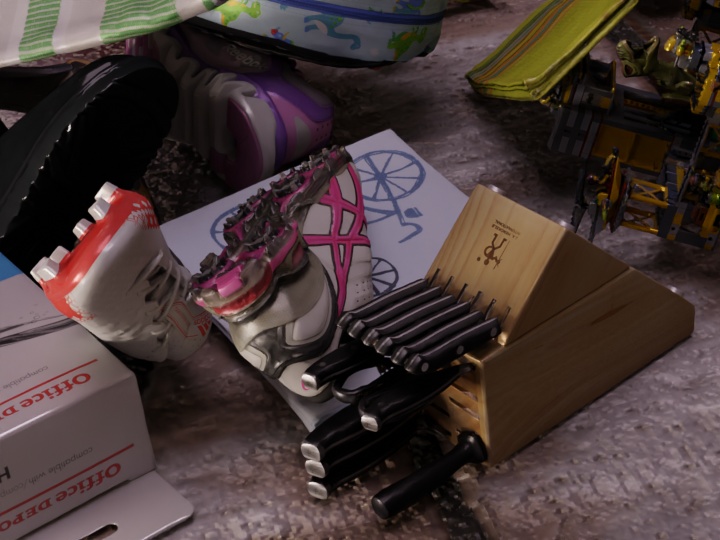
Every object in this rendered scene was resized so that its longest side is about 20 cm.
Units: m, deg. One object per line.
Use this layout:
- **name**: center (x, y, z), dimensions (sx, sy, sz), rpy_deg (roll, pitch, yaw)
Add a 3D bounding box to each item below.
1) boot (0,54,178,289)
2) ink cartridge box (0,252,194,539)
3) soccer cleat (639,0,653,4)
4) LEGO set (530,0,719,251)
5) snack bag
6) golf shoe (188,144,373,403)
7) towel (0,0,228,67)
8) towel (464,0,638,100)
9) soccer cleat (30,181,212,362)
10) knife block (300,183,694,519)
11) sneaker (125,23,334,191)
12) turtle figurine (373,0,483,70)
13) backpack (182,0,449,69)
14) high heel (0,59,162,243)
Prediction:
- **boot**: center (-0.215, -0.077, 0.971), dimensions (0.198, 0.073, 0.162), rpy_deg (-52, 55, 7)
- **ink cartridge box**: center (-0.184, 0.074, 0.828), dimensions (0.116, 0.068, 0.200), rpy_deg (-27, 40, -27)
- **soccer cleat**: center (0.170, -0.266, 1.233), dimensions (0.069, 0.085, 0.200), rpy_deg (-27, 39, -27)
- **LEGO set**: center (0.161, -0.104, 0.948), dimensions (0.116, 0.154, 0.200), rpy_deg (14, 40, 0)
- **snack bag**: center (0.000, 0.000, 0.938), dimensions (0.189, 0.021, 0.200), rpy_deg (-25, 45, -26)
- **golf shoe**: center (-0.029, 0.000, 0.879), dimensions (0.073, 0.092, 0.200), rpy_deg (-29, 16, 23)
- **towel**: center (-0.168, -0.185, 0.973), dimensions (0.200, 0.023, 0.153), rpy_deg (-10, 50, 13)
- **towel**: center (0.115, -0.143, 1.029), dimensions (0.086, 0.018, 0.200), rpy_deg (-46, 10, 1)
- **soccer cleat**: center (-0.112, 0.009, 0.829), dimensions (0.069, 0.085, 0.200), rpy_deg (-51, 3, -8)
- **knife block**: center (0.065, 0.056, 0.832), dimensions (0.064, 0.200, 0.176), rpy_deg (32, 95, 41)
- **sneaker**: center (-0.087, -0.122, 1.098), dimensions (0.088, 0.081, 0.200), rpy_deg (-20, 41, -29)
- **turtle figurine**: center (0.022, -0.211, 1.213), dimensions (0.161, 0.064, 0.200), rpy_deg (-15, 47, -20)
- **backpack**: center (-0.036, -0.199, 1.066), dimensions (0.200, 0.154, 0.163), rpy_deg (32, 20, 9)
- **high heel**: center (-0.152, -0.073, 1.059), dimensions (0.200, 0.071, 0.143), rpy_deg (43, 25, 25)
